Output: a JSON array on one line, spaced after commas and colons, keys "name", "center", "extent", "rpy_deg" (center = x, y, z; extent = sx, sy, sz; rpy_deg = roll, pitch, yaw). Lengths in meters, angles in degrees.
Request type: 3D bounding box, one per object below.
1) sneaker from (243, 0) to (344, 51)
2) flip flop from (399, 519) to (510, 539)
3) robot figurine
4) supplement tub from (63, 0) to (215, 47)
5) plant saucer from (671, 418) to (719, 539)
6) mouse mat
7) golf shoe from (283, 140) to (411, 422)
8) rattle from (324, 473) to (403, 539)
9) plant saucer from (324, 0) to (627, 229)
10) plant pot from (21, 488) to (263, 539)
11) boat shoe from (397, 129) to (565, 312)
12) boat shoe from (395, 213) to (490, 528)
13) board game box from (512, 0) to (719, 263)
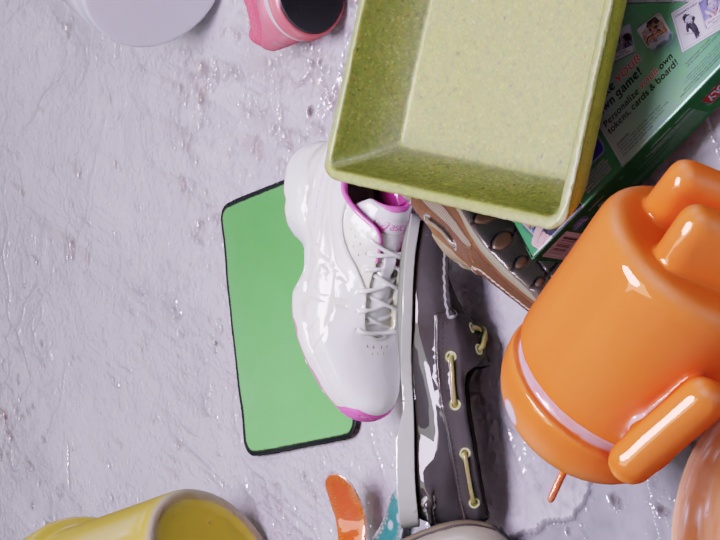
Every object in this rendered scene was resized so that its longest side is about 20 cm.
[{"name": "sneaker", "center": [-0.073, -0.254, 1.394], "extent": [0.087, 0.073, 0.201], "rpy_deg": [-23, 72, 55]}, {"name": "flip flop", "center": [0.009, 0.222, 1.219], "extent": [0.199, 0.081, 0.058], "rpy_deg": [-23, 32, 12]}, {"name": "robot figurine", "center": [0.150, 0.036, 1.035], "extent": [0.144, 0.116, 0.200], "rpy_deg": [51, 129, 25]}, {"name": "supplement tub", "center": [-0.206, -0.275, 1.539], "extent": [0.200, 0.131, 0.132], "rpy_deg": [42, 125, 47]}, {"name": "plant saucer", "center": [0.240, 0.154, 0.983], "extent": [0.200, 0.037, 0.201], "rpy_deg": [4, 95, 55]}, {"name": "mouse mat", "center": [-0.056, 0.034, 1.439], "extent": [0.161, 0.008, 0.201], "rpy_deg": [-17, 78, 55]}, {"name": "golf shoe", "center": [0.000, 0.000, 1.300], "extent": [0.091, 0.075, 0.201], "rpy_deg": [-23, 73, 50]}, {"name": "rattle", "center": [0.008, 0.260, 1.336], "extent": [0.130, 0.143, 0.201], "rpy_deg": [-21, 54, 21]}, {"name": "plant saucer", "center": [0.079, -0.133, 1.102], "extent": [0.200, 0.048, 0.201], "rpy_deg": [15, 94, 47]}, {"name": "plant pot", "center": [-0.170, 0.265, 1.468], "extent": [0.189, 0.200, 0.201], "rpy_deg": [-37, 61, 34]}, {"name": "boat shoe", "center": [0.079, -0.038, 1.191], "extent": [0.200, 0.075, 0.074], "rpy_deg": [53, 155, 32]}, {"name": "boat shoe", "center": [0.054, 0.064, 1.236], "extent": [0.072, 0.060, 0.202], "rpy_deg": [39, -128, -85]}, {"name": "board game box", "center": [0.140, -0.119, 1.094], "extent": [0.200, 0.029, 0.135], "rpy_deg": [-47, 53, 32]}]
